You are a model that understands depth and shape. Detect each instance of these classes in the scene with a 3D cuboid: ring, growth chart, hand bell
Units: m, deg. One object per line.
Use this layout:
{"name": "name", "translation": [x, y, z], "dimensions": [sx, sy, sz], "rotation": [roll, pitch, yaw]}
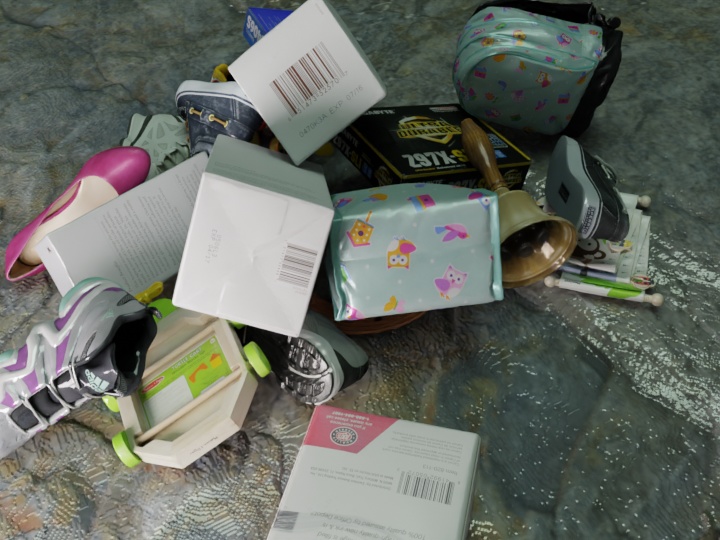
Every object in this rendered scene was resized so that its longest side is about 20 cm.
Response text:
{"name": "ring", "translation": [0.000, 0.000, 0.939], "dimensions": [0.195, 0.020, 0.203], "rotation": [-2, 43, 1]}
{"name": "growth chart", "translation": [0.266, -0.037, 0.965], "dimensions": [0.141, 0.018, 0.202], "rotation": [6, 42, 11]}
{"name": "hand bell", "translation": [0.148, -0.093, 0.927], "dimensions": [0.102, 0.105, 0.203], "rotation": [-12, 54, -11]}

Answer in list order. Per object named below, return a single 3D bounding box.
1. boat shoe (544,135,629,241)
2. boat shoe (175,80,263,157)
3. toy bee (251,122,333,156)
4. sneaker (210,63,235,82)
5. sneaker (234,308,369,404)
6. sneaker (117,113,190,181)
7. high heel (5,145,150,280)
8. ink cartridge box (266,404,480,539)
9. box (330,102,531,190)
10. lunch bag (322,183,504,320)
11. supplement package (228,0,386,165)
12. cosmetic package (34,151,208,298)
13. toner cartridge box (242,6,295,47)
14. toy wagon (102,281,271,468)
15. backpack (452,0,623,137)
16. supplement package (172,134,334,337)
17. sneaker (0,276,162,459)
{"name": "boat shoe", "translation": [0.257, -0.092, 0.955], "dimensions": [0.067, 0.075, 0.200], "rotation": [14, 24, -6]}
{"name": "boat shoe", "translation": [-0.183, -0.169, 1.007], "dimensions": [0.199, 0.070, 0.093], "rotation": [13, 77, 56]}
{"name": "toy bee", "translation": [-0.097, -0.150, 1.042], "dimensions": [0.128, 0.110, 0.202], "rotation": [-4, 42, -5]}
{"name": "sneaker", "translation": [-0.113, -0.242, 1.162], "dimensions": [0.195, 0.083, 0.079], "rotation": [1, 40, 2]}
{"name": "sneaker", "translation": [-0.073, 0.065, 0.845], "dimensions": [0.078, 0.075, 0.199], "rotation": [-9, 32, -45]}
{"name": "sneaker", "translation": [-0.237, -0.143, 1.065], "dimensions": [0.112, 0.077, 0.203], "rotation": [-7, 40, -2]}
{"name": "high heel", "translation": [-0.314, -0.062, 0.940], "dimensions": [0.197, 0.068, 0.097], "rotation": [-27, 31, 16]}
{"name": "ink cartridge box", "translation": [0.006, 0.215, 0.652], "dimensions": [0.143, 0.084, 0.202], "rotation": [9, 43, 12]}
{"name": "box", "translation": [0.085, -0.145, 1.035], "dimensions": [0.196, 0.050, 0.160], "rotation": [-9, 42, -31]}
{"name": "lunch bag", "translation": [0.042, -0.027, 0.859], "dimensions": [0.166, 0.125, 0.200], "rotation": [-7, 11, -5]}
{"name": "supplement package", "translation": [-0.048, -0.202, 0.899], "dimensions": [0.116, 0.118, 0.200], "rotation": [-36, 10, 10]}
{"name": "cosmetic package", "translation": [-0.233, -0.035, 0.916], "dimensions": [0.199, 0.103, 0.071], "rotation": [-34, 11, -31]}
{"name": "toner cartridge box", "translation": [-0.079, -0.281, 1.132], "dimensions": [0.093, 0.044, 0.201], "rotation": [-5, 45, -29]}
{"name": "toy wagon", "translation": [-0.173, 0.088, 0.807], "dimensions": [0.154, 0.040, 0.201], "rotation": [-33, 46, -2]}
{"name": "backpack", "translation": [0.215, -0.256, 1.077], "dimensions": [0.195, 0.169, 0.128], "rotation": [14, 46, -4]}
{"name": "supplement package", "translation": [-0.100, -0.042, 0.810], "dimensions": [0.117, 0.124, 0.200], "rotation": [14, 16, -11]}
{"name": "sneaker", "translation": [-0.256, 0.099, 0.759], "dimensions": [0.138, 0.078, 0.202], "rotation": [16, 63, 40]}
